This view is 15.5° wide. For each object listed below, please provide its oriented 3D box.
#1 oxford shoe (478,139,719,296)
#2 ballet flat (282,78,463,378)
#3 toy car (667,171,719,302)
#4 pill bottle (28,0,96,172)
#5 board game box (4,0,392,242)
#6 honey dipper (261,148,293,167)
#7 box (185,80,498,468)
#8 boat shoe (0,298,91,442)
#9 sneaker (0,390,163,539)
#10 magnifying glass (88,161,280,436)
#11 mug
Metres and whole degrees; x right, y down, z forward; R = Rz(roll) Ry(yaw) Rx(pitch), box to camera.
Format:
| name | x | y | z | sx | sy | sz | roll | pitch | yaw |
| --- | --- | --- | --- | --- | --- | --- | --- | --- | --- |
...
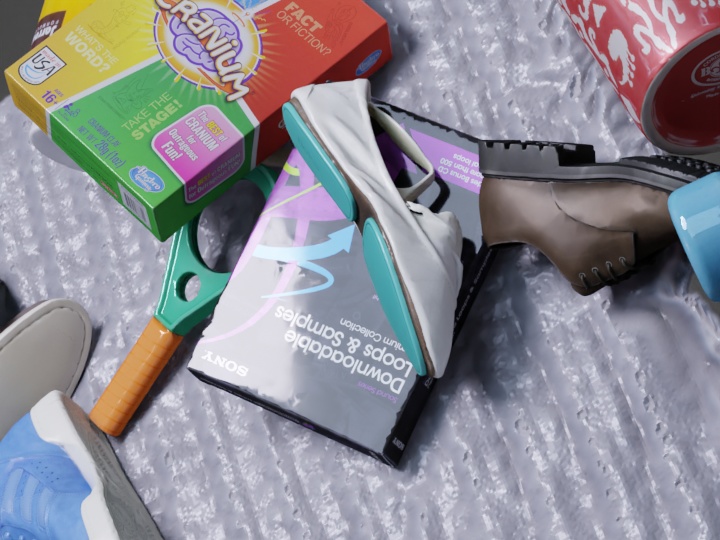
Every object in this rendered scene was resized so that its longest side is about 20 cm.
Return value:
| name | x | y | z | sx | sy | sz | roll | pitch | yaw |
| --- | --- | --- | --- | --- | --- | --- | --- | --- | --- |
| oxford shoe | 0.155 | -0.026 | 1.495 | 0.199 | 0.072 | 0.085 | 8 | 96 | 39 |
| ballet flat | 0.022 | -0.034 | 1.543 | 0.069 | 0.069 | 0.201 | -36 | 65 | 18 |
| toy car | 0.263 | -0.039 | 1.371 | 0.184 | 0.177 | 0.200 | -25 | 22 | 10 |
| pill bottle | -0.162 | -0.170 | 1.797 | 0.109 | 0.109 | 0.201 | -3 | 64 | 38 |
| board game box | -0.103 | -0.132 | 1.691 | 0.200 | 0.040 | 0.153 | -40 | 63 | -18 |
| honey dipper | -0.057 | -0.074 | 1.712 | 0.199 | 0.038 | 0.038 | 9 | 72 | 46 |
| box | 0.000 | 0.000 | 1.587 | 0.142 | 0.036 | 0.201 | 22 | 81 | 23 |
| boat shoe | -0.254 | 0.099 | 1.748 | 0.200 | 0.072 | 0.059 | -57 | 31 | -9 |
| sneaker | -0.193 | 0.170 | 1.648 | 0.111 | 0.077 | 0.200 | -41 | 42 | 5 |
| magnifying glass | -0.112 | 0.018 | 1.694 | 0.080 | 0.022 | 0.201 | 39 | 102 | 34 |
| mug | 0.185 | -0.186 | 1.509 | 0.177 | 0.133 | 0.201 | -38 | 51 | 19 |
